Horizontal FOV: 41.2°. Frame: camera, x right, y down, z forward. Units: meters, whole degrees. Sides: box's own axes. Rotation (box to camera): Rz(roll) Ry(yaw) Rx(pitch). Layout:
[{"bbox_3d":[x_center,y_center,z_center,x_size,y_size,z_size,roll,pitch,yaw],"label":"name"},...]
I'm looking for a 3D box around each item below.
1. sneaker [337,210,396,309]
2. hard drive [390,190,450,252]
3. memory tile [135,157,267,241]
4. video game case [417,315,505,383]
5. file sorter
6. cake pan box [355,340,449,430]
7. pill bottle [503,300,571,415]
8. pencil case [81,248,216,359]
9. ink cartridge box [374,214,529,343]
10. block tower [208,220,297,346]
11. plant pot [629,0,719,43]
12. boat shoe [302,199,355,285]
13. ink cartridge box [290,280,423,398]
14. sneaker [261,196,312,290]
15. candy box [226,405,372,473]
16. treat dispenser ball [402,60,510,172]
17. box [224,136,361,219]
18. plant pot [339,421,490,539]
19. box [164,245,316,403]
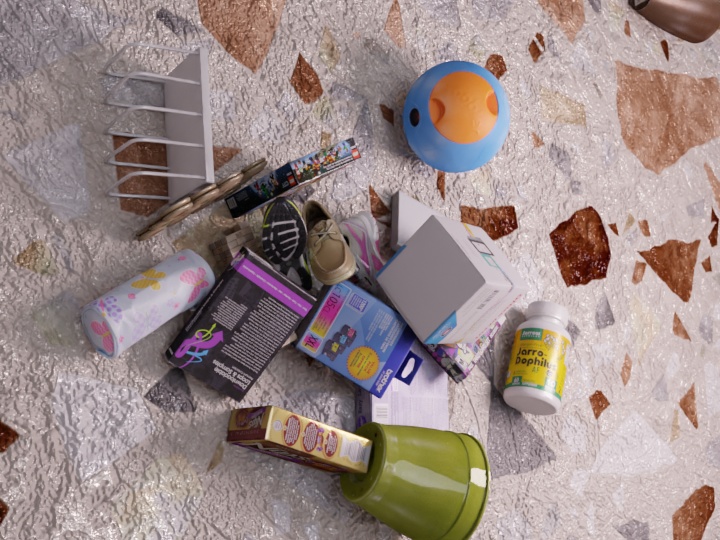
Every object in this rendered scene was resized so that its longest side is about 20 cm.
[{"bbox_3d":[0.000,0.000,1.637,0.087,0.081,0.203,-12,71,-33],"label":"sneaker"},{"bbox_3d":[0.141,-0.052,1.761,0.198,0.026,0.134,26,45,-25],"label":"hard drive"},{"bbox_3d":[-0.234,-0.104,1.422,0.199,0.153,0.017,-35,96,-37],"label":"memory tile"},{"bbox_3d":[0.162,0.078,1.732,0.182,0.036,0.200,48,42,-2],"label":"video game case"},{"bbox_3d":[-0.301,-0.215,1.403,0.123,0.138,0.204,2,79,-35],"label":"file sorter"},{"bbox_3d":[0.074,0.195,1.676,0.182,0.052,0.204,6,76,-36],"label":"cake pan box"},{"bbox_3d":[0.349,0.168,1.866,0.112,0.112,0.203,31,63,-30],"label":"pill bottle"},{"bbox_3d":[-0.302,0.046,1.379,0.199,0.083,0.092,-33,142,-40],"label":"pencil case"},{"bbox_3d":[0.154,0.020,1.575,0.147,0.147,0.199,53,21,23],"label":"ink cartridge box"},{"bbox_3d":[-0.171,0.029,1.508,0.057,0.054,0.203,-26,96,-40],"label":"block tower"},{"bbox_3d":[0.773,-0.674,2.375,0.196,0.186,0.191,3,78,-23],"label":"plant pot"},{"bbox_3d":[-0.059,-0.047,1.540,0.071,0.201,0.066,-23,124,1],"label":"boat shoe"},{"bbox_3d":[0.006,0.113,1.557,0.198,0.076,0.138,31,88,-12],"label":"ink cartridge box"},{"bbox_3d":[-0.121,-0.046,1.508,0.072,0.202,0.082,-10,50,-8],"label":"sneaker"},{"bbox_3d":[-0.093,0.263,1.480,0.198,0.116,0.057,24,67,-34],"label":"candy box"},{"bbox_3d":[0.176,-0.282,1.766,0.198,0.199,0.205,10,74,-37],"label":"treat dispenser ball"},{"bbox_3d":[-0.108,-0.143,1.502,0.136,0.199,0.038,-27,95,-38],"label":"box"},{"bbox_3d":[0.076,0.336,1.557,0.191,0.199,0.204,24,66,-28],"label":"plant pot"},{"bbox_3d":[-0.179,0.083,1.431,0.142,0.036,0.201,36,91,-33],"label":"box"}]
